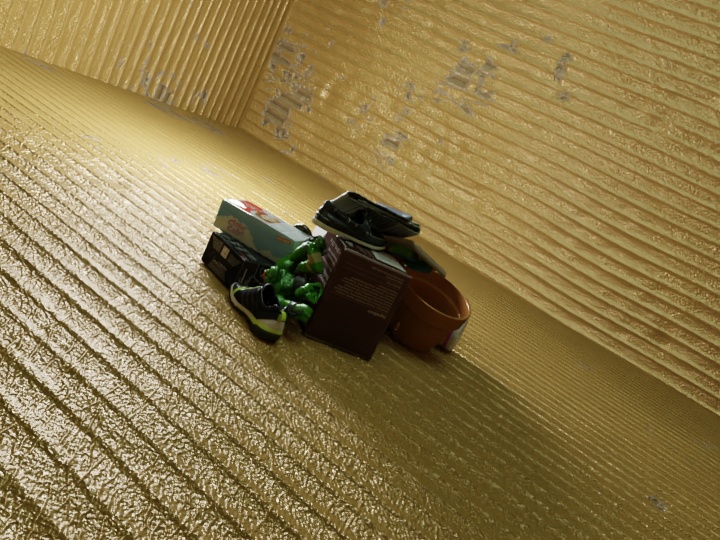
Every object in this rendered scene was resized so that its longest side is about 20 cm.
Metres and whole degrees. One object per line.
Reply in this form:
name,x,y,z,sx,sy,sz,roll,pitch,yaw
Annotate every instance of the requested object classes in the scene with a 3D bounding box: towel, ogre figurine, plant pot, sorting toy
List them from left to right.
ogre figurine,-0.133,0.025,1.421,0.098,0.118,0.204,28,52,-52
towel,0.024,-0.121,1.559,0.190,0.035,0.199,27,-11,-17
sorting toy,0.084,-0.039,1.626,0.198,0.037,0.185,19,-10,34
plant pot,0.154,0.101,1.730,0.198,0.141,0.201,26,28,-15

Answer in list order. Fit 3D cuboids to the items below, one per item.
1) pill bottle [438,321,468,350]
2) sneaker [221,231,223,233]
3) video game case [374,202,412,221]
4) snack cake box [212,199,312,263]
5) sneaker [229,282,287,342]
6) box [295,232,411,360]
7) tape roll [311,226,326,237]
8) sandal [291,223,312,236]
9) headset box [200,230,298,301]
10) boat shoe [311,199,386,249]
pill bottle,0.179,0.120,1.866,0.198,0.106,0.104,31,12,15
sneaker,-0.275,-0.091,1.738,0.081,0.072,0.198,6,-8,-36
video game case,0.010,-0.130,1.751,0.197,0.019,0.142,-14,27,-34
snack cake box,-0.213,-0.085,1.566,0.198,0.068,0.115,30,14,15
sneaker,-0.186,0.059,1.350,0.071,0.084,0.200,18,15,-39
box,-0.022,0.045,1.493,0.162,0.203,0.166,23,11,-21
tape roll,-0.033,-0.041,1.837,0.200,0.205,0.139,24,11,-15
sandal,-0.120,-0.032,1.668,0.080,0.202,0.055,4,41,30
headset box,-0.227,-0.005,1.549,0.198,0.078,0.148,16,16,-47
boat shoe,-0.011,-0.098,1.466,0.197,0.067,0.074,19,12,-36
